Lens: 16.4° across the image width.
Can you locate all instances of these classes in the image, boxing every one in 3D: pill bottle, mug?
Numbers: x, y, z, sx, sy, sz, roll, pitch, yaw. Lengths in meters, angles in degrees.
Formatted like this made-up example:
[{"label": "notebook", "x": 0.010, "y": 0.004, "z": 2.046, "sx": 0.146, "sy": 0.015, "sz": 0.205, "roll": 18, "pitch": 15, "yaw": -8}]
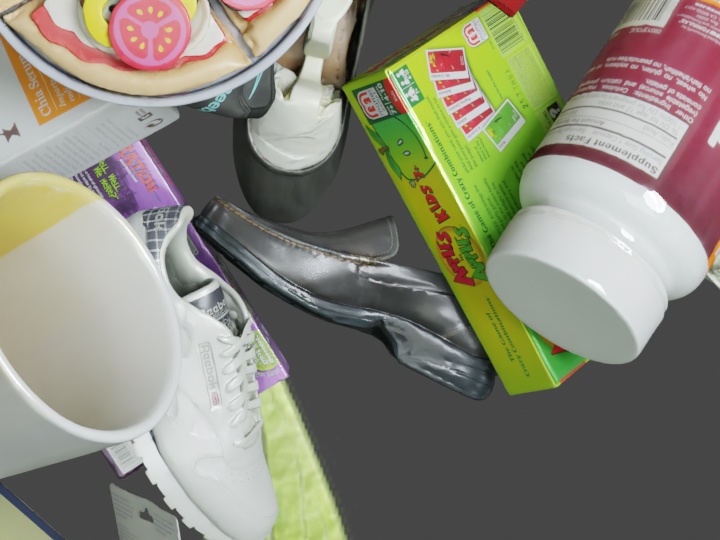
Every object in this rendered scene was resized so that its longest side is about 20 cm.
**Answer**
[{"label": "pill bottle", "x": 0.158, "y": -0.057, "z": 1.355, "sx": 0.114, "sy": 0.114, "sz": 0.201, "roll": 36, "pitch": 70, "yaw": -7}, {"label": "mug", "x": -0.205, "y": 0.029, "z": 1.338, "sx": 0.153, "sy": 0.149, "sz": 0.188, "roll": -28, "pitch": 76, "yaw": 35}]

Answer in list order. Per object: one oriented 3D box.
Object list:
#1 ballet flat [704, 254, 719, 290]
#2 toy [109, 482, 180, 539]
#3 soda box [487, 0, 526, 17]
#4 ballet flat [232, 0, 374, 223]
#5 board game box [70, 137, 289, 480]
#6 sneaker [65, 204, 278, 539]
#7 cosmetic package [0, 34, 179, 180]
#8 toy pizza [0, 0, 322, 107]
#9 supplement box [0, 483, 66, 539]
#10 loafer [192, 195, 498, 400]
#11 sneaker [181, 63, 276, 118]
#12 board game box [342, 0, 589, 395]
[{"label": "ballet flat", "x": 0.230, "y": -0.002, "z": 1.431, "sx": 0.069, "sy": 0.069, "sz": 0.200, "roll": -41, "pitch": 98, "yaw": 7}, {"label": "toy", "x": -0.093, "y": 0.225, "z": 1.460, "sx": 0.047, "sy": 0.115, "sz": 0.201, "roll": -12, "pitch": 101, "yaw": -24}, {"label": "soda box", "x": 0.026, "y": -0.227, "z": 1.344, "sx": 0.200, "sy": 0.063, "sz": 0.070, "roll": 44, "pitch": 98, "yaw": 21}, {"label": "ballet flat", "x": -0.031, "y": -0.120, "z": 1.404, "sx": 0.068, "sy": 0.068, "sz": 0.201, "roll": 12, "pitch": 101, "yaw": -3}, {"label": "board game box", "x": -0.143, "y": 0.007, "z": 1.450, "sx": 0.120, "sy": 0.032, "sz": 0.201, "roll": -30, "pitch": 100, "yaw": 8}, {"label": "sneaker", "x": -0.090, "y": 0.062, "z": 1.402, "sx": 0.080, "sy": 0.076, "sz": 0.201, "roll": -23, "pitch": 102, "yaw": 19}, {"label": "cosmetic package", "x": -0.214, "y": -0.089, "z": 1.391, "sx": 0.199, "sy": 0.071, "sz": 0.102, "roll": -28, "pitch": 74, "yaw": 6}, {"label": "toy pizza", "x": -0.108, "y": -0.184, "z": 1.273, "sx": 0.199, "sy": 0.032, "sz": 0.202, "roll": 0, "pitch": 95, "yaw": 0}, {"label": "supplement box", "x": -0.252, "y": 0.197, "z": 1.399, "sx": 0.200, "sy": 0.200, "sz": 0.134, "roll": 43, "pitch": 98, "yaw": -8}, {"label": "loafer", "x": 0.000, "y": 0.000, "z": 1.433, "sx": 0.199, "sy": 0.073, "sz": 0.073, "roll": 27, "pitch": 91, "yaw": -15}, {"label": "sneaker", "x": -0.077, "y": -0.173, "z": 1.371, "sx": 0.079, "sy": 0.075, "sz": 0.201, "roll": 22, "pitch": 62, "yaw": -34}, {"label": "board game box", "x": 0.083, "y": -0.043, "z": 1.406, "sx": 0.101, "sy": 0.048, "sz": 0.201, "roll": -35, "pitch": 101, "yaw": -32}]
